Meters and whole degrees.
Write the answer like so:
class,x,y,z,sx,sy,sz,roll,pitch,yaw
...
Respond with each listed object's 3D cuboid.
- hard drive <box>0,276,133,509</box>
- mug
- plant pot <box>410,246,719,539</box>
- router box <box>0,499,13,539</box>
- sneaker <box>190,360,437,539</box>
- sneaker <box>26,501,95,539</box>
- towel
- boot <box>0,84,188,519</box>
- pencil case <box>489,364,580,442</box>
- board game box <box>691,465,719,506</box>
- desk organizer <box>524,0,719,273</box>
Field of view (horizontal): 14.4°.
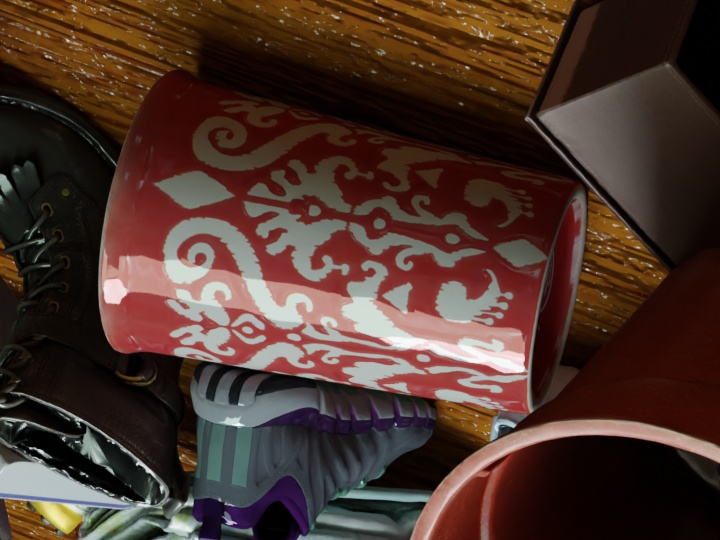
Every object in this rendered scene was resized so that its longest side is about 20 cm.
class,x,y,z,sx,sy,sz,roll,pitch,yaw
hard drive,-0.198,0.035,1.420,0.200,0.025,0.132,50,-164,25
mug,0.001,-0.011,1.323,0.199,0.177,0.134,12,100,14
plant pot,0.147,0.096,1.125,0.200,0.195,0.202,13,124,21
router box,-0.265,0.077,1.542,0.049,0.180,0.200,-33,123,5
sneaker,-0.029,0.094,1.405,0.074,0.088,0.200,9,180,30
sneaker,-0.185,0.054,1.558,0.082,0.078,0.200,-39,108,24
towel,-0.035,0.145,1.516,0.199,0.048,0.171,11,164,-22
boot,-0.150,0.012,1.368,0.199,0.175,0.069,32,130,-13
pencil case,0.161,0.091,1.355,0.199,0.084,0.091,6,159,26
board game box,0.186,0.148,1.288,0.199,0.047,0.152,-17,106,35
desk organizer,0.168,-0.034,1.204,0.077,0.072,0.200,-20,125,43
